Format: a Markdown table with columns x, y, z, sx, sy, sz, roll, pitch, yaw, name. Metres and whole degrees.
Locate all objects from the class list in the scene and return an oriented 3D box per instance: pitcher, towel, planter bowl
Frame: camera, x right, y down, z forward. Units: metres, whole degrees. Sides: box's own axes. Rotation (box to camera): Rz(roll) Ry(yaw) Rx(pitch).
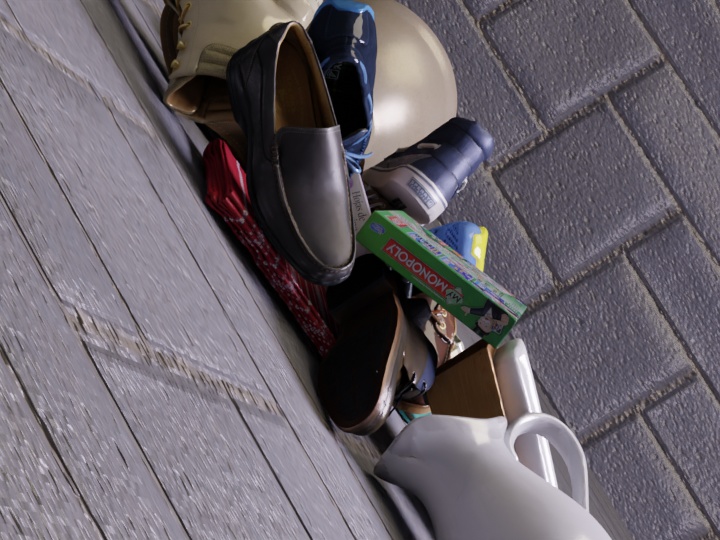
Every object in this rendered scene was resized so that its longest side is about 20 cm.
| x | y | z | sx | sy | sz | roll | pitch | yaw | name |
| --- | --- | --- | --- | --- | --- | --- | --- | --- | --- |
| 0.126 | 0.190 | 1.505 | 0.171 | 0.121 | 0.200 | -13 | 57 | -36 | pitcher |
| -0.060 | -0.004 | 1.635 | 0.200 | 0.022 | 0.145 | 56 | 6 | -20 | towel |
| -0.023 | -0.157 | 2.046 | 0.201 | 0.200 | 0.135 | 57 | 31 | -2 | planter bowl |

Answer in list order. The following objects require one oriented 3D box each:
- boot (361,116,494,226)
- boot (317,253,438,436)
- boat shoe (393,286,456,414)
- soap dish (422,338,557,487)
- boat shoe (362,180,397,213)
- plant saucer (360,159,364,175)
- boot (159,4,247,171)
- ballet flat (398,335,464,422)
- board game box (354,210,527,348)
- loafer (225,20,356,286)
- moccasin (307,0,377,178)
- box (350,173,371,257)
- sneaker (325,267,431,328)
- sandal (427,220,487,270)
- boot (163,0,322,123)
| x | y | z | sx | sy | sz | roll | pitch | yaw | name |
| --- | --- | --- | --- | --- | --- | --- | --- | --- | --- |
| 0.061 | -0.087 | 1.904 | 0.073 | 0.090 | 0.200 | 48 | -9 | -11 | boot |
| 0.024 | 0.075 | 1.555 | 0.097 | 0.075 | 0.200 | 50 | 22 | -26 | boot |
| 0.048 | 0.047 | 1.837 | 0.070 | 0.071 | 0.200 | 17 | 28 | -10 | boat shoe |
| 0.108 | 0.154 | 1.669 | 0.157 | 0.081 | 0.201 | -27 | 103 | -84 | soap dish |
| -0.003 | -0.038 | 1.895 | 0.200 | 0.072 | 0.073 | 24 | -33 | 56 | boat shoe |
| -0.072 | -0.155 | 1.908 | 0.200 | 0.030 | 0.200 | 36 | -11 | 8 | plant saucer |
| -0.100 | -0.147 | 1.810 | 0.200 | 0.077 | 0.155 | 51 | 3 | -4 | boot |
| 0.060 | 0.082 | 1.926 | 0.068 | 0.070 | 0.200 | 63 | 6 | -11 | ballet flat |
| 0.066 | 0.003 | 1.654 | 0.134 | 0.029 | 0.200 | 37 | 6 | 5 | board game box |
| -0.045 | -0.088 | 1.558 | 0.072 | 0.073 | 0.201 | -41 | -115 | 54 | loafer |
| -0.028 | -0.124 | 1.650 | 0.200 | 0.080 | 0.068 | 90 | 2 | -54 | moccasin |
| 0.003 | 0.006 | 1.730 | 0.042 | 0.039 | 0.200 | 77 | -2 | -52 | box |
| 0.000 | 0.000 | 1.807 | 0.200 | 0.081 | 0.074 | 60 | 6 | 37 | sneaker |
| 0.049 | -0.001 | 1.980 | 0.087 | 0.200 | 0.080 | 21 | 66 | -23 | sandal |
| -0.138 | -0.198 | 1.679 | 0.073 | 0.199 | 0.156 | 85 | 21 | -58 | boot |
